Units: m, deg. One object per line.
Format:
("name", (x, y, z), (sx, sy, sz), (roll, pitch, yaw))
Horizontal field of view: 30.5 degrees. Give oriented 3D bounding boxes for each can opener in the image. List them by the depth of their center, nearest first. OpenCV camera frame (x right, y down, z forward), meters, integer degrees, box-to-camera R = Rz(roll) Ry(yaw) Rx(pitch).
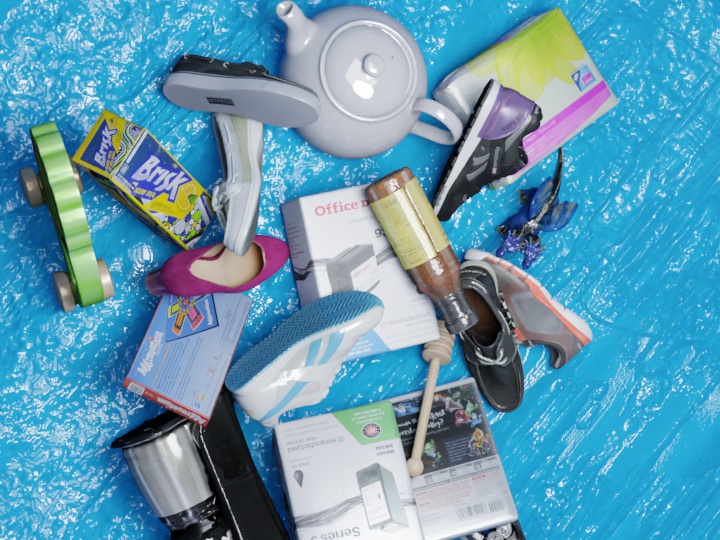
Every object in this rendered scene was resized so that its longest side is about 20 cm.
("can opener", (0.122, 0.289, 1.627), (0.199, 0.079, 0.064), (39, 78, -1))

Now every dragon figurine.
("dragon figurine", (0.230, -0.077, 1.654), (0.059, 0.099, 0.200), (42, 72, -10))

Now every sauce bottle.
("sauce bottle", (0.075, -0.021, 1.543), (0.066, 0.066, 0.202), (-28, 96, -15))

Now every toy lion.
("toy lion", (-0.321, -0.059, 1.449), (0.068, 0.192, 0.202), (-17, 93, -16))

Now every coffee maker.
("coffee maker", (-0.159, 0.246, 1.512), (0.191, 0.135, 0.202), (-25, 95, -16))

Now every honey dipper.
("honey dipper", (0.080, 0.154, 1.599), (0.038, 0.038, 0.202), (23, 60, -14))

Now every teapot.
("teapot", (0.003, -0.228, 1.575), (0.198, 0.146, 0.200), (-14, 92, -17))

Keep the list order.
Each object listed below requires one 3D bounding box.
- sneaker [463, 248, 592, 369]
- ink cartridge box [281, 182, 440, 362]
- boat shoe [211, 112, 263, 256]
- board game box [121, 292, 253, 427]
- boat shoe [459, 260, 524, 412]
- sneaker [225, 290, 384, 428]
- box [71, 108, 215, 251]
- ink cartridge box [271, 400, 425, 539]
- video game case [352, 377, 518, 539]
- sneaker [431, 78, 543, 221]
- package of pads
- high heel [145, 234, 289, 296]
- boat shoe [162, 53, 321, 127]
("sneaker", (0.199, 0.052, 1.657), (0.199, 0.077, 0.082), (38, 88, -9))
("ink cartridge box", (0.000, 0.000, 1.592), (0.144, 0.084, 0.202), (-12, 90, -19))
("boat shoe", (-0.147, -0.105, 1.538), (0.064, 0.075, 0.204), (4, 58, -5))
("board game box", (-0.193, 0.080, 1.502), (0.102, 0.019, 0.201), (29, 39, -10))
("boat shoe", (0.154, 0.091, 1.624), (0.071, 0.068, 0.202), (-13, 110, 13))
("sneaker", (-0.054, 0.097, 1.503), (0.199, 0.077, 0.081), (-34, 118, -4))
("box", (-0.236, -0.097, 1.476), (0.064, 0.200, 0.070), (26, 78, 26))
("ink cartridge box", (-0.012, 0.268, 1.520), (0.144, 0.084, 0.202), (-11, 70, -11))
("video game case", (0.071, 0.239, 1.598), (0.198, 0.023, 0.184), (-13, 71, -11))
("sneaker", (0.153, -0.127, 1.597), (0.087, 0.201, 0.076), (24, 37, -3))
("package of pads", (0.206, -0.221, 1.672), (0.199, 0.068, 0.155), (-37, 98, -15))
("high heel", (-0.144, -0.006, 1.524), (0.199, 0.096, 0.068), (-20, 94, -38))
("boat shoe", (-0.135, -0.216, 1.539), (0.198, 0.069, 0.057), (11, 63, 17))
